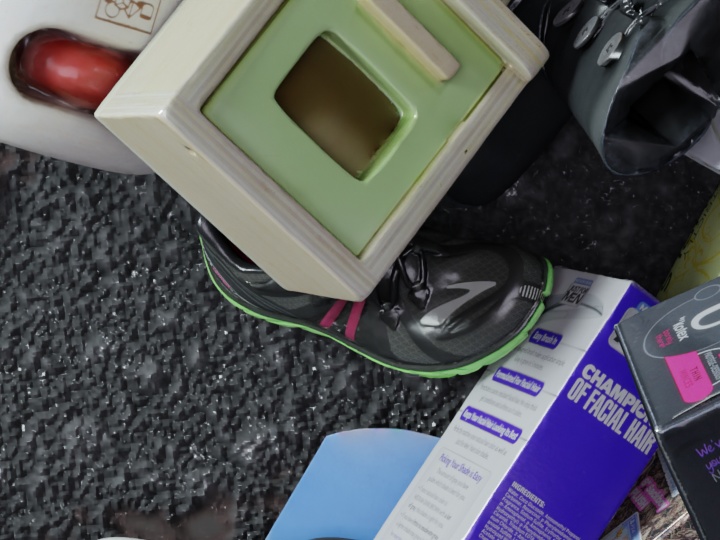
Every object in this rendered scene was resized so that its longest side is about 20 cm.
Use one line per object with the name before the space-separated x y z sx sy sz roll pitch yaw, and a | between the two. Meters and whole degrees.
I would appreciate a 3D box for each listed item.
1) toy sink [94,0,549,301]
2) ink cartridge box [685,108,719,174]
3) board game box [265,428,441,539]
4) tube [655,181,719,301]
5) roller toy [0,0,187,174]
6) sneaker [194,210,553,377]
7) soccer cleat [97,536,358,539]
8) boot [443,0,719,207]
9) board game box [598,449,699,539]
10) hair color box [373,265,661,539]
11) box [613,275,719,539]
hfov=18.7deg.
toy sink | -0.002 -0.105 1.009 0.130 0.112 0.201 43 76 -20
ink cartridge box | 0.254 -0.042 0.992 0.199 0.146 0.083 27 96 -23
board game box | 0.020 0.178 1.158 0.157 0.039 0.201 31 106 3
tube | 0.192 -0.020 1.091 0.052 0.058 0.201 33 99 20
roller toy | -0.155 -0.138 1.088 0.198 0.182 0.141 21 98 9
sneaker | 0.000 0.000 1.096 0.198 0.084 0.077 8 68 25
soccer cleat | -0.059 0.174 1.110 0.198 0.073 0.069 3 102 7
boot | 0.104 -0.078 1.030 0.065 0.200 0.166 26 101 -21
board game box | 0.191 0.158 1.067 0.200 0.097 0.159 -42 105 11
hair color box | 0.079 0.099 1.052 0.065 0.109 0.201 34 86 -14
box | 0.199 0.105 0.933 0.105 0.122 0.201 -25 108 6
